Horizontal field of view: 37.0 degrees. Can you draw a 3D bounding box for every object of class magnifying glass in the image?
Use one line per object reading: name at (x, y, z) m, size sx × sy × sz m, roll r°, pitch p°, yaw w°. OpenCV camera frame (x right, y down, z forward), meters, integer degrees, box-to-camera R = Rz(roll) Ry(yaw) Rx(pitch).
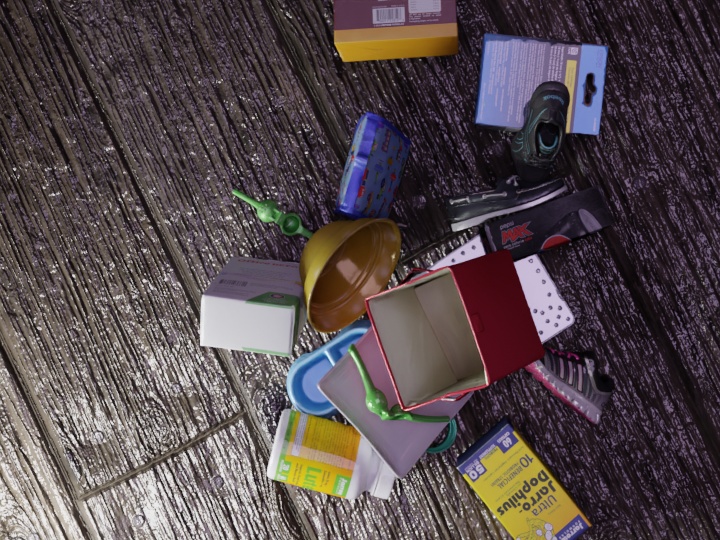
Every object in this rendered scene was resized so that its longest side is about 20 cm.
magnifying glass at (0.065, 0.229, 1.718) m, size 0.198 × 0.022 × 0.081 m, roll 26°, pitch 79°, yaw -11°

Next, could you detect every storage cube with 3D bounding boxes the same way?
storage cube at (0.144, 0.084, 1.608) m, size 0.169 × 0.179 × 0.203 m, roll -22°, pitch 85°, yaw 38°

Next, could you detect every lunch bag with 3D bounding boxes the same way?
lunch bag at (0.013, -0.155, 1.670) m, size 0.093 × 0.200 × 0.153 m, roll 17°, pitch 90°, yaw 5°

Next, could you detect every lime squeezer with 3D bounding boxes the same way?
lime squeezer at (-0.129, -0.080, 1.745) m, size 0.198 × 0.071 × 0.038 m, roll 29°, pitch 74°, yaw 5°
lime squeezer at (0.048, 0.200, 1.647) m, size 0.199 × 0.071 × 0.038 m, roll 37°, pitch 126°, yaw -12°

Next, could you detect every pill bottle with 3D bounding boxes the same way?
pill bottle at (-0.042, 0.298, 1.707) m, size 0.196 × 0.111 × 0.113 m, roll 15°, pitch 90°, yaw -1°

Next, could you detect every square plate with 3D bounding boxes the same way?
square plate at (0.056, 0.186, 1.690) m, size 0.200 × 0.028 × 0.198 m, roll 48°, pitch 65°, yaw -7°

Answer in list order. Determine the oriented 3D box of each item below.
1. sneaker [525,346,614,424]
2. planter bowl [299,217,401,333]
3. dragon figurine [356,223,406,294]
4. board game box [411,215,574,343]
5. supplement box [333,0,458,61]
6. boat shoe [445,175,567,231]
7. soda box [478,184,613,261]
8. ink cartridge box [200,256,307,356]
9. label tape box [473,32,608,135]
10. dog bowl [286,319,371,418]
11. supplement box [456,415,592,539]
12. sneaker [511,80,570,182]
sneaker at (0.323, 0.149, 1.694) m, size 0.199 × 0.074 × 0.088 m, roll 41°, pitch 85°, yaw -10°
planter bowl at (-0.034, -0.012, 1.636) m, size 0.083 × 0.200 × 0.202 m, roll 37°, pitch 92°, yaw 28°
dragon figurine at (0.000, 0.000, 1.735) m, size 0.198 × 0.059 × 0.101 m, roll -26°, pitch 97°, yaw 5°
board game box at (0.212, 0.049, 1.735) m, size 0.198 × 0.026 × 0.202 m, roll -32°, pitch 86°, yaw 3°
supplement box at (0.055, -0.451, 1.706) m, size 0.193 × 0.133 × 0.204 m, roll -2°, pitch 89°, yaw 5°
boat shoe at (0.226, -0.118, 1.695) m, size 0.197 × 0.076 × 0.061 m, roll -18°, pitch 92°, yaw 19°
soda box at (0.291, -0.068, 1.692) m, size 0.197 × 0.063 × 0.072 m, roll -20°, pitch 85°, yaw -6°
ink cartridge box at (-0.157, 0.052, 1.677) m, size 0.142 × 0.200 × 0.089 m, roll 6°, pitch 110°, yaw 4°
label tape box at (0.286, -0.292, 1.717) m, size 0.196 × 0.063 × 0.147 m, roll 7°, pitch 90°, yaw 4°
dog bowl at (-0.032, 0.162, 1.743) m, size 0.198 × 0.050 × 0.112 m, roll -33°, pitch 86°, yaw 4°
supplement box at (0.253, 0.344, 1.683) m, size 0.109 × 0.110 × 0.201 m, roll -40°, pitch 86°, yaw 3°
sneaker at (0.274, -0.195, 1.657) m, size 0.074 × 0.202 × 0.080 m, roll 5°, pitch 51°, yaw 2°
